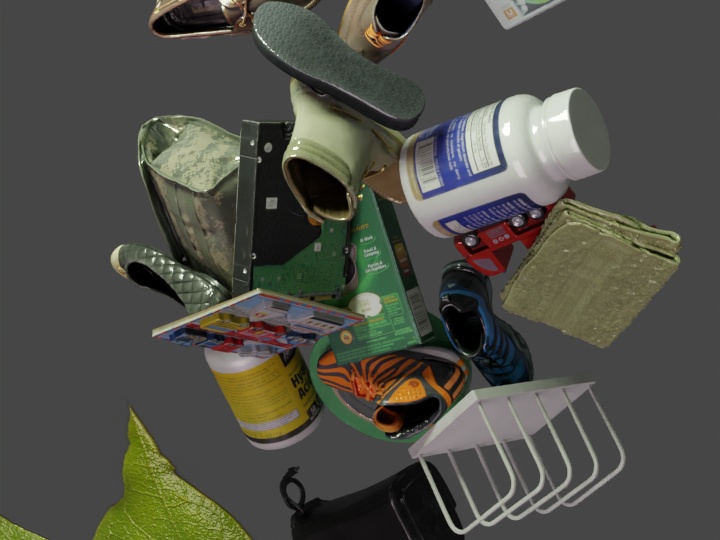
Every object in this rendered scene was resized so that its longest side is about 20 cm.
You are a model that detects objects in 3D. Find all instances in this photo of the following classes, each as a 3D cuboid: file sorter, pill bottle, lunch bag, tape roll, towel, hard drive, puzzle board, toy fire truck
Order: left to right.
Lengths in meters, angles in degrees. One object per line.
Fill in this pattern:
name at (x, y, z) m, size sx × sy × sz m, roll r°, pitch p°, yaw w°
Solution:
lunch bag at (-0.176, -0.077, 1.697) m, size 0.200 × 0.118 × 0.164 m, roll 26°, pitch 143°, yaw 44°
pill bottle at (-0.129, 0.118, 1.854) m, size 0.111 × 0.111 × 0.200 m, roll -7°, pitch 125°, yaw 27°
puzzle board at (-0.109, 0.064, 1.635) m, size 0.151 × 0.017 × 0.200 m, roll -21°, pitch 160°, yaw 30°
hard drive at (-0.072, -0.064, 1.618) m, size 0.038 × 0.140 × 0.200 m, roll 14°, pitch 105°, yaw 49°
tape roll at (0.037, 0.126, 1.838) m, size 0.200 × 0.048 × 0.201 m, roll 11°, pitch 130°, yaw 13°
pill bottle at (0.152, -0.116, 1.545) m, size 0.200 × 0.120 × 0.120 m, roll -18°, pitch 119°, yaw 32°
file sorter at (0.189, 0.216, 1.727) m, size 0.139 × 0.200 × 0.125 m, roll -47°, pitch 59°, yaw 42°
toy fire truck at (0.218, -0.028, 1.637) m, size 0.200 × 0.049 × 0.141 m, roll -24°, pitch 117°, yaw 36°
towel at (0.246, 0.004, 1.590) m, size 0.148 × 0.037 × 0.200 m, roll 22°, pitch 140°, yaw -3°

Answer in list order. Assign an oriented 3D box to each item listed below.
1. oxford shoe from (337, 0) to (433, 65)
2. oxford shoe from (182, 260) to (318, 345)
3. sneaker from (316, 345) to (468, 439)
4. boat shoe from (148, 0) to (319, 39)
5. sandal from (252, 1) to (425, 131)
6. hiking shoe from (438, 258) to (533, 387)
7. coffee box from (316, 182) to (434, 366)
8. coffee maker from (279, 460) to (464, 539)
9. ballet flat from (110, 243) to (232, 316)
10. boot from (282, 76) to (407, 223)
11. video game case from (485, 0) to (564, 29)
oxford shoe at (0.020, -0.257, 1.508) m, size 0.071 × 0.073 × 0.200 m, roll 32°, pitch 140°, yaw -7°
oxford shoe at (-0.136, 0.025, 1.741) m, size 0.200 × 0.071 × 0.075 m, roll 17°, pitch 160°, yaw 6°
sneaker at (0.020, 0.138, 1.740) m, size 0.200 × 0.112 × 0.078 m, roll -2°, pitch 125°, yaw 32°
boat shoe at (-0.130, -0.279, 1.560) m, size 0.200 × 0.070 × 0.070 m, roll -9°, pitch 120°, yaw 26°
sandal at (-0.030, -0.200, 1.508) m, size 0.200 × 0.076 × 0.043 m, roll 35°, pitch 145°, yaw 2°
hiking shoe at (0.139, 0.085, 1.736) m, size 0.074 × 0.087 × 0.200 m, roll -15°, pitch 120°, yaw 31°
coffee box at (0.000, 0.000, 1.699) m, size 0.123 × 0.044 × 0.200 m, roll -18°, pitch 92°, yaw 32°
coffee maker at (0.011, 0.331, 1.957) m, size 0.200 × 0.135 × 0.192 m, roll -31°, pitch 111°, yaw 37°
ballet flat at (-0.228, 0.016, 1.701) m, size 0.200 × 0.057 × 0.066 m, roll 22°, pitch 155°, yaw 41°
boot at (-0.007, -0.101, 1.545) m, size 0.072 × 0.155 × 0.200 m, roll -28°, pitch 126°, yaw 28°
video game case at (0.172, -0.345, 1.415) m, size 0.200 × 0.023 × 0.182 m, roll -23°, pitch 116°, yaw 35°
